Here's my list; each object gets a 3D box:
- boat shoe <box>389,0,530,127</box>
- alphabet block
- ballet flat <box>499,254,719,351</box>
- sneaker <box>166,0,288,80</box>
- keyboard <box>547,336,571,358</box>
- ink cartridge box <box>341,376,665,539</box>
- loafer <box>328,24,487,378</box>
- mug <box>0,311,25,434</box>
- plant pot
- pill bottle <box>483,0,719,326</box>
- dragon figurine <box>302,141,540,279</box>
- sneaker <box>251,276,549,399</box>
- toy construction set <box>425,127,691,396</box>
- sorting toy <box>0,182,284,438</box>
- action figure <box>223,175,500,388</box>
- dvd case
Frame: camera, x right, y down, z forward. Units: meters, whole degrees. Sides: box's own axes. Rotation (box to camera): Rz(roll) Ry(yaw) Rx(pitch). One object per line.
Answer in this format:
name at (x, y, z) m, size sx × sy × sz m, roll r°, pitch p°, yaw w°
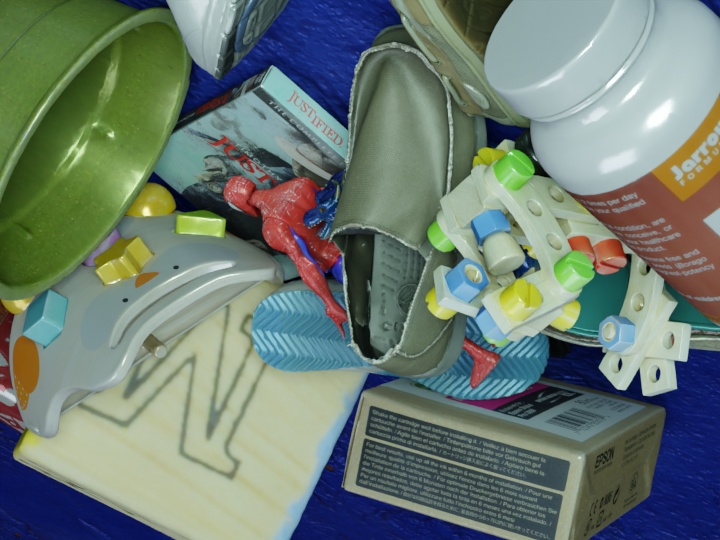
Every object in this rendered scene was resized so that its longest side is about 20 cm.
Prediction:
boat shoe at (0.042, -0.136, 0.931) m, size 0.063 × 0.073 × 0.201 m, roll 2°, pitch 156°, yaw 32°
alphabet block at (-0.126, 0.096, 1.389) m, size 0.200 × 0.197 × 0.195 m, roll 28°, pitch 167°, yaw -8°
ballet flat at (0.178, 0.025, 1.148) m, size 0.200 × 0.068 × 0.062 m, roll 9°, pitch 164°, yaw 28°
sneaker at (-0.082, -0.179, 0.980) m, size 0.087 × 0.075 × 0.200 m, roll 30°, pitch 152°, yaw 16°
keyboard at (0.067, -0.003, 1.254) m, size 0.127 × 0.021 × 0.200 m, roll 11°, pitch 153°, yaw 26°
ink cartridge box at (0.105, 0.123, 1.297) m, size 0.165 × 0.075 × 0.200 m, roll 15°, pitch -169°, yaw 22°
loafer at (0.024, -0.035, 1.029) m, size 0.075 × 0.200 × 0.070 m, roll 0°, pitch -173°, yaw 29°
mug at (-0.245, 0.125, 1.692) m, size 0.200 × 0.134 × 0.178 m, roll 28°, pitch 155°, yaw -1°
plant pot at (-0.235, -0.116, 1.129) m, size 0.190 × 0.200 × 0.200 m, roll 33°, pitch 159°, yaw 13°
pill bottle at (0.157, -0.064, 0.919) m, size 0.200 × 0.112 × 0.112 m, roll 38°, pitch 153°, yaw -30°
dragon figurine at (0.061, -0.037, 1.093) m, size 0.200 × 0.059 × 0.099 m, roll -15°, pitch 126°, yaw 33°
sneaker at (0.030, 0.038, 1.269) m, size 0.200 × 0.077 × 0.081 m, roll 9°, pitch -168°, yaw 3°
toy construction set at (0.116, -0.005, 0.995) m, size 0.092 × 0.131 × 0.200 m, roll -34°, pitch 146°, yaw 28°
sorting toy at (-0.134, 0.021, 1.193) m, size 0.107 × 0.200 × 0.180 m, roll 61°, pitch 163°, yaw -17°
action figure at (0.000, 0.000, 1.167) m, size 0.200 × 0.065 × 0.052 m, roll 35°, pitch 141°, yaw -3°
dvd case at (-0.053, -0.058, 1.224) m, size 0.146 × 0.022 × 0.200 m, roll 41°, pitch 153°, yaw -18°
